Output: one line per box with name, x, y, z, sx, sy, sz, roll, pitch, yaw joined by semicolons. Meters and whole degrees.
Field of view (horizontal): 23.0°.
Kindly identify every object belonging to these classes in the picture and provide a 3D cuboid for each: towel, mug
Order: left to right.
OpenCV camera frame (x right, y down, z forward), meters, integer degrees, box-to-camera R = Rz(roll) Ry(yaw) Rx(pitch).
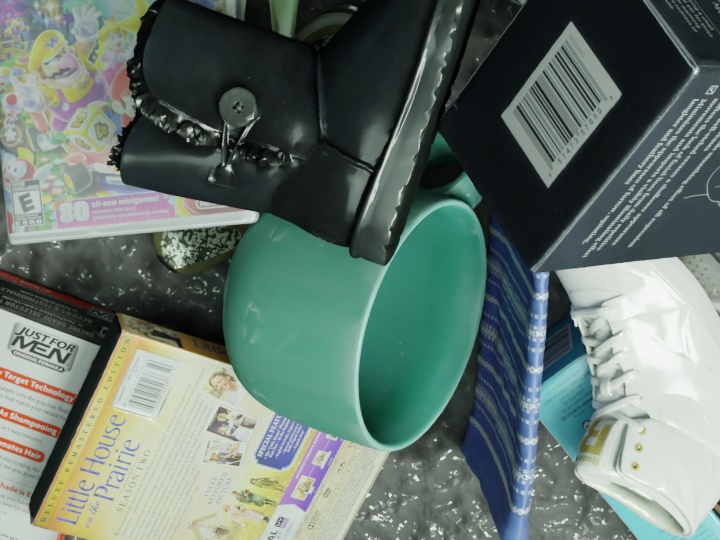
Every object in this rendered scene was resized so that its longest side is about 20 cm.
mug;-0.002;0.011;1.055;0.114;0.185;0.153;16;123;27
towel;0.086;0.048;1.055;0.024;0.145;0.201;1;108;-6

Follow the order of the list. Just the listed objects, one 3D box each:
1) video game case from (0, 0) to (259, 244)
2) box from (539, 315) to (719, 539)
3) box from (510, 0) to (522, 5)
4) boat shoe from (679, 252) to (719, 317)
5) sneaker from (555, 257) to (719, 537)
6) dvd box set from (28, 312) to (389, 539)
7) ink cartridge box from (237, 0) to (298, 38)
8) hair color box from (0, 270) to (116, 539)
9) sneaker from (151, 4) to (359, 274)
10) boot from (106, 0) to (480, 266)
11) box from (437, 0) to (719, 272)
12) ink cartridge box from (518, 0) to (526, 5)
video game case;-0.137;-0.121;0.998;0.143;0.018;0.201;-5;91;3
box;0.179;0.125;1.106;0.049;0.082;0.200;-37;102;14
box;0.196;-0.180;1.029;0.199;0.032;0.121;21;108;-2
boat shoe;0.184;-0.015;1.045;0.200;0.060;0.074;39;141;6
sneaker;0.151;0.061;1.010;0.200;0.074;0.116;48;65;-13
dvd box set;-0.090;0.121;1.117;0.199;0.029;0.147;18;109;-23
ink cartridge box;-0.134;-0.148;1.036;0.199;0.059;0.104;7;92;2
hair color box;-0.223;0.112;1.143;0.101;0.061;0.201;21;109;-4
sneaker;-0.061;-0.072;1.055;0.077;0.089;0.200;39;107;-9
boot;-0.034;-0.117;0.936;0.168;0.076;0.201;20;99;6
box;0.170;-0.091;0.925;0.149;0.200;0.107;-54;55;38
ink cartridge box;0.135;-0.240;0.929;0.145;0.084;0.200;42;125;0
